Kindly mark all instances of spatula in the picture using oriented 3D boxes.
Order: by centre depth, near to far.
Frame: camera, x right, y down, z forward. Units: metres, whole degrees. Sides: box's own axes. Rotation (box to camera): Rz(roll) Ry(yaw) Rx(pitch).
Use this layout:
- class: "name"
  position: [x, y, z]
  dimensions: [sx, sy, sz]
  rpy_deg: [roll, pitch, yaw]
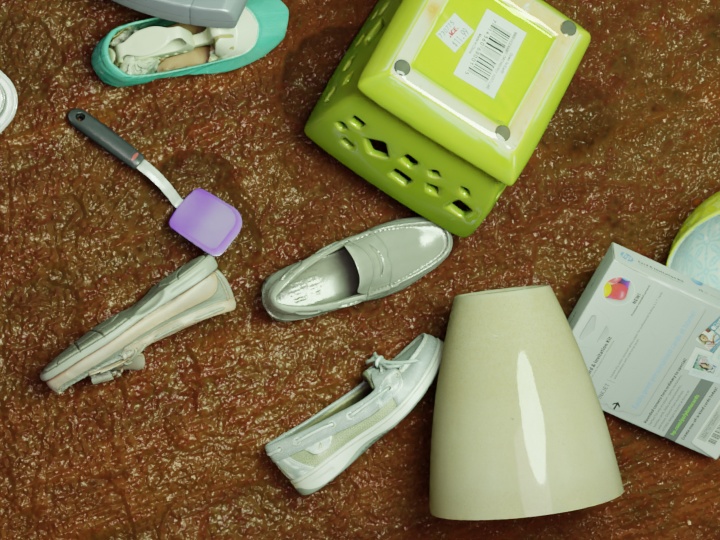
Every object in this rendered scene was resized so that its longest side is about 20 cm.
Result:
- class: "spatula"
  position: [-0.200, -0.091, 1.692]
  dimensions: [0.200, 0.021, 0.057]
  rpy_deg: [40, 62, -3]

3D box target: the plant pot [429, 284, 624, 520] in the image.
- class: "plant pot"
  position: [0.144, 0.119, 1.666]
  dimensions: [0.185, 0.187, 0.202]
  rpy_deg: [-7, 91, -9]

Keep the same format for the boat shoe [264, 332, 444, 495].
- class: "boat shoe"
  position: [-0.001, 0.129, 1.702]
  dimensions: [0.202, 0.074, 0.065]
  rpy_deg: [-42, 100, 0]

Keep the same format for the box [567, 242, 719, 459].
- class: "box"
  position: [0.299, 0.082, 1.729]
  dimensions: [0.198, 0.041, 0.157]
  rpy_deg: [22, 117, -9]

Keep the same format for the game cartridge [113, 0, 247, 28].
- class: "game cartridge"
  position: [-0.190, -0.306, 1.655]
  dimensions: [0.198, 0.041, 0.134]
  rpy_deg: [21, 71, 4]

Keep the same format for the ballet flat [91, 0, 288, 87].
- class: "ballet flat"
  position: [-0.158, -0.219, 1.678]
  dimensions: [0.198, 0.070, 0.068]
  rpy_deg: [-16, 92, -9]

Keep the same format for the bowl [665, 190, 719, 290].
- class: "bowl"
  position: [0.402, -0.023, 1.735]
  dimensions: [0.199, 0.201, 0.108]
  rpy_deg: [25, 43, -8]

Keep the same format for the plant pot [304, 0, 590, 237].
- class: "plant pot"
  position: [0.090, -0.177, 1.645]
  dimensions: [0.198, 0.181, 0.201]
  rpy_deg: [32, 72, -7]

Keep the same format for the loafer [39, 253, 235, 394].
- class: "loafer"
  position: [-0.208, 0.064, 1.673]
  dimensions: [0.199, 0.072, 0.063]
  rpy_deg: [-36, 102, -10]

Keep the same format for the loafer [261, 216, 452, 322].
- class: "loafer"
  position: [0.000, 0.000, 1.702]
  dimensions: [0.198, 0.070, 0.070]
  rpy_deg: [-24, 93, -9]

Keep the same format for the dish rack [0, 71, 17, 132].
- class: "dish rack"
  position: [-0.440, -0.147, 1.648]
  dimensions: [0.171, 0.044, 0.200]
  rpy_deg: [42, 85, -7]
